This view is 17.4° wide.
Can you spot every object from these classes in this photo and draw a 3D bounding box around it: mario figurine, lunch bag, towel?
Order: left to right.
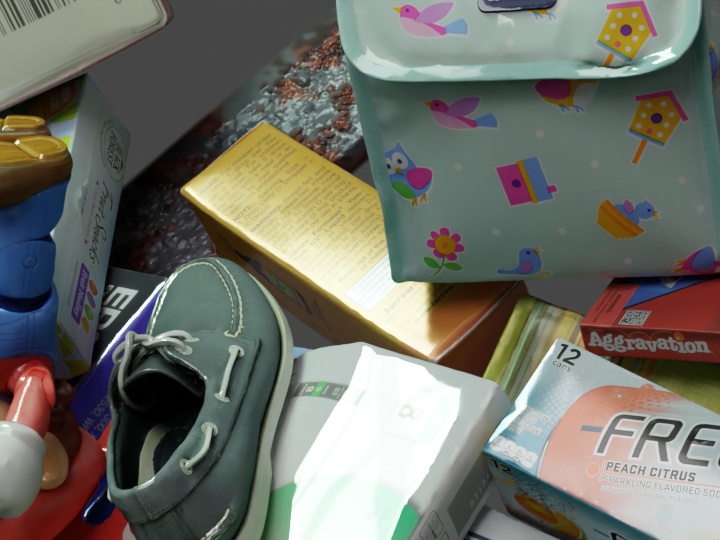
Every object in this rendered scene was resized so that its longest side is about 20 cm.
[{"bbox_3d":[-0.173,0.037,1.038,0.106,0.200,0.123,6,17,14],"label":"mario figurine"},{"bbox_3d":[0.083,-0.100,1.045,0.170,0.200,0.122,-1,32,18],"label":"lunch bag"},{"bbox_3d":[0.141,0.079,1.038,0.200,0.018,0.086,19,83,26],"label":"towel"}]

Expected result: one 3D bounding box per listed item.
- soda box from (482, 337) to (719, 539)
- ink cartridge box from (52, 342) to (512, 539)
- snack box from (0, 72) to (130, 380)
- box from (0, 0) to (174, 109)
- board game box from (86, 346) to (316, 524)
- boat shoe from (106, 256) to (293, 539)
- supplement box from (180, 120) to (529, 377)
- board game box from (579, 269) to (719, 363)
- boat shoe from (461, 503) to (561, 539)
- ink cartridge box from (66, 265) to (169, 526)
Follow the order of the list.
[{"bbox_3d":[0.152,0.105,0.974,0.200,0.068,0.064,26,69,25],"label":"soda box"},{"bbox_3d":[-0.052,0.098,1.038,0.200,0.050,0.161,16,60,30],"label":"ink cartridge box"},{"bbox_3d":[-0.197,-0.004,1.203,0.142,0.053,0.200,-21,35,17],"label":"snack box"},{"bbox_3d":[-0.180,-0.156,1.284,0.128,0.109,0.200,-27,7,0],"label":"box"},{"bbox_3d":[-0.063,0.127,1.099,0.200,0.039,0.158,-44,40,-10],"label":"board game box"},{"bbox_3d":[-0.076,0.051,1.036,0.073,0.062,0.200,-27,34,20],"label":"boat shoe"},{"bbox_3d":[0.000,0.000,1.169,0.069,0.067,0.200,-45,49,-16],"label":"supplement box"},{"bbox_3d":[0.188,-0.020,1.085,0.103,0.019,0.200,3,34,31],"label":"board game box"},{"bbox_3d":[0.079,0.165,0.997,0.200,0.071,0.091,17,62,41],"label":"boat shoe"},{"bbox_3d":[-0.169,0.081,1.160,0.200,0.043,0.198,10,55,46],"label":"ink cartridge box"}]
